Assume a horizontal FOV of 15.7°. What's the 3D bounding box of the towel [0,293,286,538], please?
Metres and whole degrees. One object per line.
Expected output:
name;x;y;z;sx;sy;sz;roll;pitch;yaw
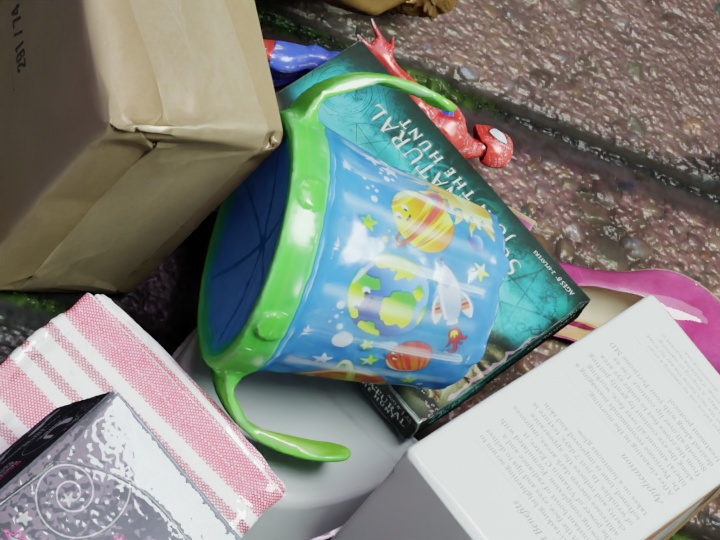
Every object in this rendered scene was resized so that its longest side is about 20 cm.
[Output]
towel;-0.153;0.121;1.287;0.200;0.030;0.146;-42;84;-21

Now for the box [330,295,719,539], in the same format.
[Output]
box;0.090;0.127;1.364;0.200;0.152;0.106;-30;76;-39

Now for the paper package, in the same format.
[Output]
paper package;-0.142;-0.110;1.362;0.103;0.191;0.200;4;60;-33

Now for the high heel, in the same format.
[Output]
high heel;0.133;0.031;1.501;0.200;0.067;0.096;31;40;-2

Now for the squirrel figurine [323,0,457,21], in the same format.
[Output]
squirrel figurine;-0.029;-0.227;1.544;0.187;0.200;0.142;22;85;27

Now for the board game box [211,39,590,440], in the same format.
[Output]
board game box;0.012;-0.019;1.429;0.135;0.028;0.200;-35;76;-29

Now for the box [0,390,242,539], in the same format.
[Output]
box;-0.111;0.174;1.201;0.132;0.115;0.200;-42;97;-21

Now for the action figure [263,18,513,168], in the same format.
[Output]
action figure;0.000;-0.109;1.525;0.200;0.065;0.052;28;69;-11

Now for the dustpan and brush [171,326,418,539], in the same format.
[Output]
dustpan and brush;-0.079;0.110;1.354;0.140;0.057;0.200;42;42;10

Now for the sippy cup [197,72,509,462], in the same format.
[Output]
sippy cup;0.000;0.000;1.328;0.130;0.178;0.140;15;39;-18
